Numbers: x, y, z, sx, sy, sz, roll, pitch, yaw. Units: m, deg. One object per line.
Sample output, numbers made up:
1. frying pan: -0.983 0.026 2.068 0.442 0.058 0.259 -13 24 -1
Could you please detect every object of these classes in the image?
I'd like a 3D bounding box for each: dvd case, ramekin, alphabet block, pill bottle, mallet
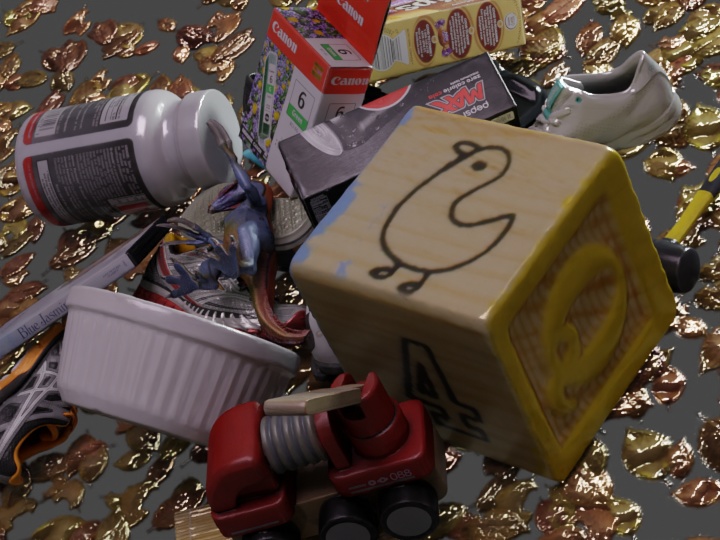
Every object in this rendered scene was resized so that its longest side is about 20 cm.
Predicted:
1. dvd case: -0.267 0.024 1.767 0.200 0.018 0.143 -34 9 15
2. ramekin: -0.156 0.086 1.593 0.202 0.202 0.095 11 80 37
3. alphabet block: 0.099 0.015 1.517 0.200 0.197 0.196 15 58 39
4. pill bottle: -0.224 -0.112 1.891 0.199 0.116 0.116 -8 44 22
5. mallet: 0.290 -0.055 1.607 0.066 0.041 0.200 20 56 43

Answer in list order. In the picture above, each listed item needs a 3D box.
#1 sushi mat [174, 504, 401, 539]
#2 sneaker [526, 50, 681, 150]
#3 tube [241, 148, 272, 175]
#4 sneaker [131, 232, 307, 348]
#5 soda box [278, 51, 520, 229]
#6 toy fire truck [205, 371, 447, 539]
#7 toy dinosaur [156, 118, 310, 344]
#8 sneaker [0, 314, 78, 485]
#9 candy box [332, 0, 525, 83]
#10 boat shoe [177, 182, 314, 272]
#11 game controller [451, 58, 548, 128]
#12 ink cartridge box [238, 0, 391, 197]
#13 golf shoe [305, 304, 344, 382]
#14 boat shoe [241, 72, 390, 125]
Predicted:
1. sushi mat: -0.059 0.207 1.545 0.199 0.012 0.096 -16 40 14
2. sneaker: 0.176 -0.127 1.700 0.200 0.089 0.075 -31 42 7
3. tube: -0.041 -0.094 1.827 0.077 0.051 0.200 -27 35 -14
4. sneaker: -0.121 0.015 1.709 0.200 0.078 0.082 18 88 39
5. soda box: 0.036 -0.109 1.670 0.199 0.063 0.071 -24 58 -3
6. toy fire truck: -0.044 0.131 1.450 0.175 0.200 0.129 -16 40 14
7. toy dinosaur: -0.105 -0.022 1.680 0.105 0.200 0.181 -39 -1 27
8. sneaker: -0.278 0.114 1.730 0.077 0.078 0.200 35 60 16
9. candy box: 0.042 -0.220 1.821 0.200 0.057 0.117 -18 19 -31
10. boat shoe: -0.097 -0.034 1.783 0.200 0.062 0.075 10 56 48
11. game controller: 0.081 -0.125 1.757 0.104 0.042 0.200 33 55 25
12. ink cartridge box: -0.042 -0.177 1.722 0.050 0.200 0.109 -5 37 -33
13. golf shoe: 0.000 0.000 1.662 0.077 0.095 0.200 -3 46 17
14. boat shoe: -0.019 -0.153 1.829 0.199 0.057 0.069 3 25 14
